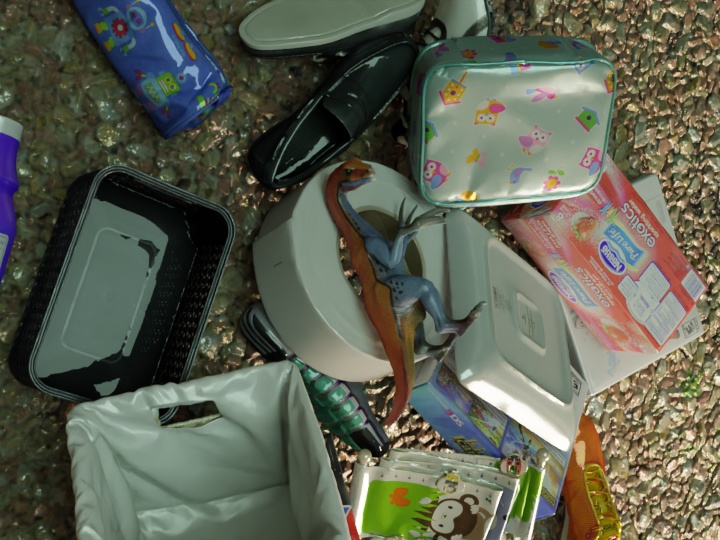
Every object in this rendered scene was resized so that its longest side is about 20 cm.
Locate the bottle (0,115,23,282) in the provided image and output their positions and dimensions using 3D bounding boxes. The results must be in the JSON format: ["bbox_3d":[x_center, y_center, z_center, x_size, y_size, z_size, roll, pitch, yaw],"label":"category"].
[{"bbox_3d":[-0.332,-0.032,0.977,0.083,0.065,0.202,17,81,-26],"label":"bottle"}]

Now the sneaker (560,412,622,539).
[{"bbox_3d":[0.253,0.253,1.267,0.073,0.077,0.202,-10,95,-31],"label":"sneaker"}]

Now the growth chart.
[{"bbox_3d":[0.080,0.228,1.138,0.198,0.018,0.146,1,119,2],"label":"growth chart"}]

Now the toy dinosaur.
[{"bbox_3d":[0.022,-0.004,1.028,0.181,0.105,0.200,38,61,4],"label":"toy dinosaur"}]

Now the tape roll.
[{"bbox_3d":[0.000,0.000,1.109,0.201,0.071,0.204,15,63,-33],"label":"tape roll"}]

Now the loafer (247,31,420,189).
[{"bbox_3d":[-0.018,-0.147,1.107,0.200,0.070,0.068,-41,121,-2],"label":"loafer"}]

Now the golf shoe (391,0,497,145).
[{"bbox_3d":[0.077,-0.208,1.153,0.094,0.078,0.202,-6,119,-17],"label":"golf shoe"}]

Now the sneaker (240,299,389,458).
[{"bbox_3d":[-0.023,0.090,1.133,0.200,0.074,0.088,50,64,-17],"label":"sneaker"}]

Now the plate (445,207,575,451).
[{"bbox_3d":[0.156,0.055,1.159,0.200,0.032,0.201,35,43,-40],"label":"plate"}]

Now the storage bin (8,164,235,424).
[{"bbox_3d":[-0.209,0.022,1.025,0.134,0.094,0.202,22,79,-25],"label":"storage bin"}]

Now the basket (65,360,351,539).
[{"bbox_3d":[-0.120,0.207,0.943,0.196,0.201,0.162,-11,135,-9],"label":"basket"}]

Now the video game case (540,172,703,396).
[{"bbox_3d":[0.292,0.014,1.321,0.181,0.024,0.201,-24,100,-25],"label":"video game case"}]

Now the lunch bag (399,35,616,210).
[{"bbox_3d":[0.137,-0.139,1.122,0.198,0.077,0.162,-4,121,-9],"label":"lunch bag"}]

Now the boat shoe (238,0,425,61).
[{"bbox_3d":[-0.027,-0.234,1.140,0.199,0.061,0.074,-24,57,-26],"label":"boat shoe"}]

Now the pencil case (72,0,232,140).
[{"bbox_3d":[-0.192,-0.218,1.042,0.201,0.086,0.078,58,34,-16],"label":"pencil case"}]

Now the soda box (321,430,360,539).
[{"bbox_3d":[-0.041,0.255,1.119,0.063,0.071,0.202,-18,97,-22],"label":"soda box"}]

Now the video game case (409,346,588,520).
[{"bbox_3d":[0.142,0.121,1.190,0.200,0.045,0.182,47,42,-18],"label":"video game case"}]

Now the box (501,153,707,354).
[{"bbox_3d":[0.258,-0.017,1.239,0.200,0.094,0.103,48,70,-17],"label":"box"}]
